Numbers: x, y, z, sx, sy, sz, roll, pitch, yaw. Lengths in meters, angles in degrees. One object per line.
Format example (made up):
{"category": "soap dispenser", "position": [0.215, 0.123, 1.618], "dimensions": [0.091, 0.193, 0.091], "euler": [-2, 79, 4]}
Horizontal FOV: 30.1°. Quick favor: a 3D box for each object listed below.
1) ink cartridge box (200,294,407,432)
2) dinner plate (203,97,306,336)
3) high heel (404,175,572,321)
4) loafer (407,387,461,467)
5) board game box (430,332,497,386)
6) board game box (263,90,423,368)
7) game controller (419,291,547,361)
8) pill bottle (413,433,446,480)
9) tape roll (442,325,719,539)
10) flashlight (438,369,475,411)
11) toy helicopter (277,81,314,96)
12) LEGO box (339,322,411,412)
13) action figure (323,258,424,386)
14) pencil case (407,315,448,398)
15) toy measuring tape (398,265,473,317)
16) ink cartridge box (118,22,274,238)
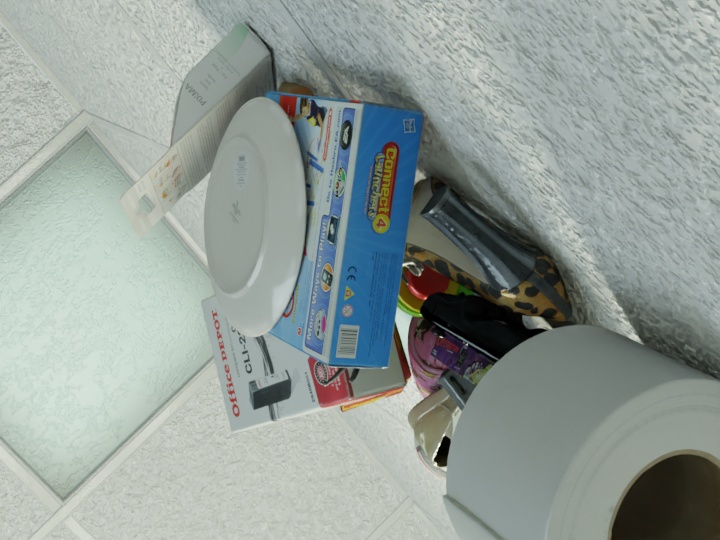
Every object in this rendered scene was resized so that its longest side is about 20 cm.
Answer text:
{"category": "ink cartridge box", "position": [-0.062, 0.071, 1.345], "dimensions": [0.199, 0.083, 0.146], "euler": [-21, 81, 47]}
{"category": "dinner plate", "position": [-0.098, -0.046, 1.132], "dimensions": [0.024, 0.203, 0.200], "euler": [3, -164, -30]}
{"category": "high heel", "position": [0.091, -0.009, 1.085], "dimensions": [0.142, 0.072, 0.200], "euler": [40, 176, -10]}
{"category": "loafer", "position": [0.117, 0.131, 1.287], "dimensions": [0.200, 0.075, 0.069], "euler": [-48, 53, 51]}
{"category": "board game box", "position": [0.163, 0.111, 1.100], "dimensions": [0.198, 0.033, 0.120], "euler": [26, 178, -22]}
{"category": "board game box", "position": [-0.030, -0.039, 1.094], "dimensions": [0.055, 0.203, 0.195], "euler": [5, -173, -26]}
{"category": "game controller", "position": [0.118, 0.056, 1.093], "dimensions": [0.104, 0.042, 0.200], "euler": [39, -170, 20]}
{"category": "pill bottle", "position": [0.124, 0.192, 1.592], "dimensions": [0.111, 0.111, 0.200], "euler": [46, 171, 6]}
{"category": "tape roll", "position": [0.176, 0.153, 0.930], "dimensions": [0.203, 0.203, 0.139], "euler": [52, 169, -26]}
{"category": "flashlight", "position": [0.155, 0.151, 1.180], "dimensions": [0.201, 0.068, 0.068], "euler": [53, -173, 1]}
{"category": "toy helicopter", "position": [-0.083, -0.083, 1.223], "dimensions": [0.078, 0.202, 0.133], "euler": [14, 156, -2]}
{"category": "LEGO box", "position": [-0.012, 0.041, 1.458], "dimensions": [0.149, 0.076, 0.203], "euler": [98, 155, -78]}
{"category": "action figure", "position": [0.000, 0.000, 1.202], "dimensions": [0.118, 0.101, 0.203], "euler": [-15, 77, 54]}
{"category": "pencil case", "position": [0.091, 0.088, 1.390], "dimensions": [0.200, 0.086, 0.084], "euler": [77, 169, -72]}
{"category": "toy measuring tape", "position": [0.034, -0.018, 1.272], "dimensions": [0.200, 0.073, 0.074], "euler": [47, 171, 0]}
{"category": "ink cartridge box", "position": [-0.167, -0.132, 1.307], "dimensions": [0.050, 0.200, 0.161], "euler": [45, 170, 7]}
